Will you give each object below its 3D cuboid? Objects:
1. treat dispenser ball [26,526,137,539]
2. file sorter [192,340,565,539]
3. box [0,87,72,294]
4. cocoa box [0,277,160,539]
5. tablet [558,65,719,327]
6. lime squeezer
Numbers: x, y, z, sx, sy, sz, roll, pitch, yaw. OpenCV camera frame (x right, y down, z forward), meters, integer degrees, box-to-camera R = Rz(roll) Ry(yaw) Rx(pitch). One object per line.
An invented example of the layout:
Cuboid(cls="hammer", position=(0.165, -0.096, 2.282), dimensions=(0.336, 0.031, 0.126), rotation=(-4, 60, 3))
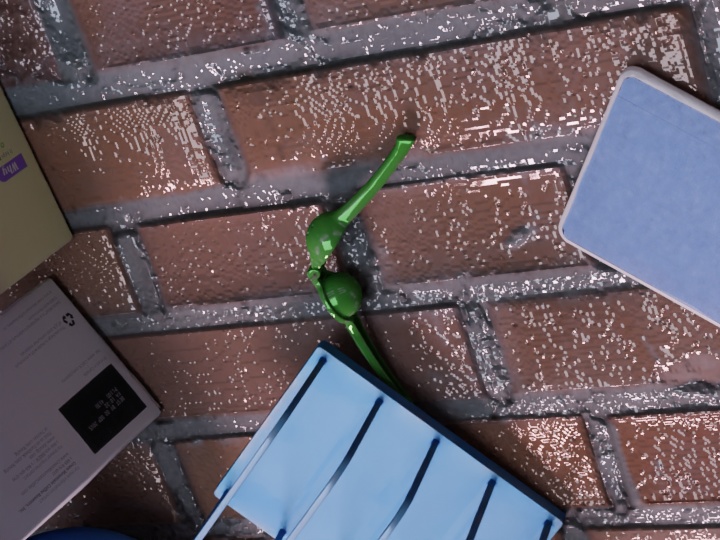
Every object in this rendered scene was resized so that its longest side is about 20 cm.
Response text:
Cuboid(cls="treat dispenser ball", position=(-0.206, 0.288, 1.572), dimensions=(0.200, 0.201, 0.202), rotation=(14, 122, 23))
Cuboid(cls="file sorter", position=(0.006, 0.175, 1.404), dimensions=(0.200, 0.123, 0.139), rotation=(35, 114, -1))
Cuboid(cls="box", position=(-0.316, -0.062, 1.459), dimensions=(0.096, 0.176, 0.201), rotation=(-14, 109, 35))
Cuboid(cls="cocoa box", position=(-0.266, 0.125, 1.518), dimensions=(0.134, 0.200, 0.131), rotation=(50, 129, -3))
Cuboid(cls="tablet", position=(0.221, -0.024, 1.269), dimensions=(0.199, 0.014, 0.131), rotation=(30, 127, 14))
Cuboid(cls="lime squeezer", position=(0.000, 0.000, 1.407), dimensions=(0.070, 0.038, 0.201), rotation=(-3, 118, -4))
